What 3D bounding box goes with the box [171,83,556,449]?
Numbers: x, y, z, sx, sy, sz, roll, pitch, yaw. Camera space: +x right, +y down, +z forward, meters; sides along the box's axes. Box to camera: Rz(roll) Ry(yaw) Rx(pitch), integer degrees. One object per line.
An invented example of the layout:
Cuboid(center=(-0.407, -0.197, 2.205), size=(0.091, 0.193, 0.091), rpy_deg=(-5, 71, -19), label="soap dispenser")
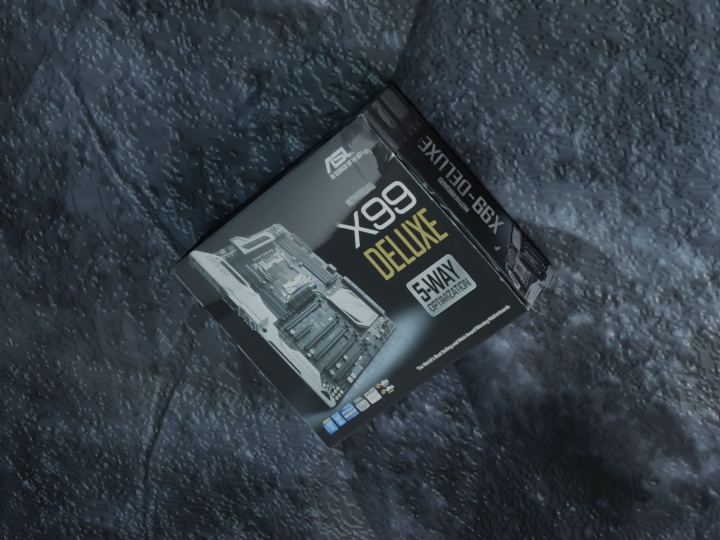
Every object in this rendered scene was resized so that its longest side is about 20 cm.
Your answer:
Cuboid(center=(0.000, 0.000, 1.758), size=(0.158, 0.050, 0.200), rpy_deg=(49, 129, -6), label="box")
